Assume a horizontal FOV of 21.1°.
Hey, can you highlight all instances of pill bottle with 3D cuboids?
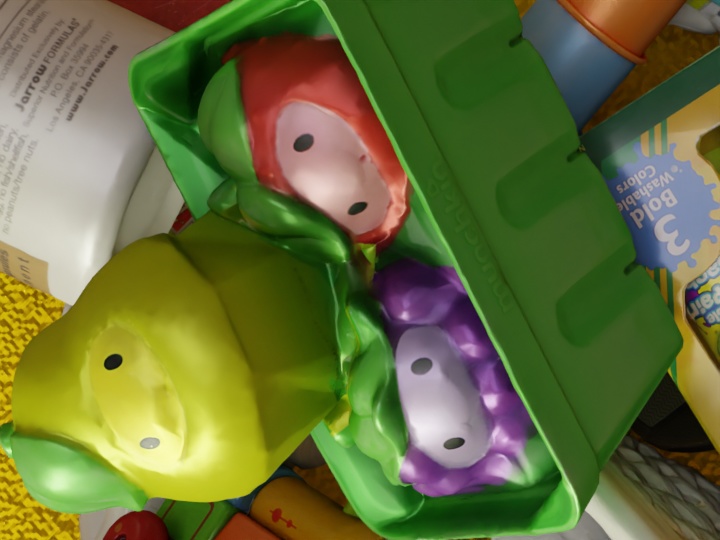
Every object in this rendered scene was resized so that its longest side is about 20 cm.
[{"bbox_3d":[-0.165,-0.074,0.760,0.199,0.114,0.115,26,97,6],"label":"pill bottle"}]

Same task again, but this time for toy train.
[{"bbox_3d":[-0.010,0.114,0.745,0.116,0.085,0.200,-57,35,-7],"label":"toy train"}]

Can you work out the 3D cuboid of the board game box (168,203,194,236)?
[{"bbox_3d":[0.000,0.000,0.841,0.200,0.048,0.102,33,99,14],"label":"board game box"}]

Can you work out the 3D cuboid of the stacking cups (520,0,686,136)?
[{"bbox_3d":[0.082,-0.079,0.752,0.061,0.060,0.200,46,106,11],"label":"stacking cups"}]

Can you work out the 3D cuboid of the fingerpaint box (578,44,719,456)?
[{"bbox_3d":[0.194,-0.021,0.695,0.200,0.073,0.167,-32,81,12],"label":"fingerpaint box"}]

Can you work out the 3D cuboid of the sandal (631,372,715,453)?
[{"bbox_3d":[0.195,0.010,0.782,0.200,0.055,0.082,-40,39,4],"label":"sandal"}]

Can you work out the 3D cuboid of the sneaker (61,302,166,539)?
[{"bbox_3d":[-0.097,0.086,0.862,0.075,0.089,0.201,-9,113,-15],"label":"sneaker"}]

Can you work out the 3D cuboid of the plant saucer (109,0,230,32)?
[{"bbox_3d":[-0.085,-0.149,0.842,0.199,0.037,0.200,-17,68,15],"label":"plant saucer"}]

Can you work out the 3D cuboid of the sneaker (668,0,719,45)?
[{"bbox_3d":[0.160,-0.130,0.766,0.199,0.078,0.080,22,130,14],"label":"sneaker"}]

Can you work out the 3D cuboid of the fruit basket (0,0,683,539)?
[{"bbox_3d":[-0.020,0.011,0.652,0.155,0.215,0.217,-16,84,57],"label":"fruit basket"}]

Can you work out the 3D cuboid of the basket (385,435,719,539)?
[{"bbox_3d":[0.100,0.149,0.725,0.123,0.200,0.136,20,104,-28],"label":"basket"}]
